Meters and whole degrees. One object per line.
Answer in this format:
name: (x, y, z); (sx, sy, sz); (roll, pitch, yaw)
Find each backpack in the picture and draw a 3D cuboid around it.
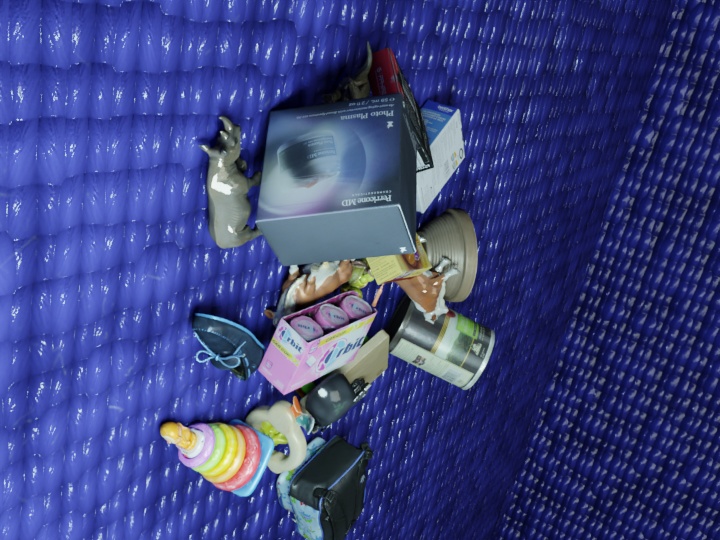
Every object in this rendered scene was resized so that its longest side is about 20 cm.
backpack: (-0.073, 0.453, 1.598); (0.183, 0.147, 0.200); (-41, 140, -40)

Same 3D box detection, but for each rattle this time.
rattle: (-0.108, 0.258, 1.369); (0.143, 0.130, 0.200); (-13, 144, -43)

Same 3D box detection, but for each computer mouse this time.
computer mouse: (-0.040, 0.235, 1.370); (0.138, 0.053, 0.200); (-42, 161, -7)

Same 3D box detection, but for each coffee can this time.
coffee can: (0.165, 0.148, 1.674); (0.146, 0.200, 0.146); (-62, -174, 12)

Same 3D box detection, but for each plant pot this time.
plant pot: (0.167, -0.032, 1.655); (0.093, 0.201, 0.201); (-2, 120, -15)

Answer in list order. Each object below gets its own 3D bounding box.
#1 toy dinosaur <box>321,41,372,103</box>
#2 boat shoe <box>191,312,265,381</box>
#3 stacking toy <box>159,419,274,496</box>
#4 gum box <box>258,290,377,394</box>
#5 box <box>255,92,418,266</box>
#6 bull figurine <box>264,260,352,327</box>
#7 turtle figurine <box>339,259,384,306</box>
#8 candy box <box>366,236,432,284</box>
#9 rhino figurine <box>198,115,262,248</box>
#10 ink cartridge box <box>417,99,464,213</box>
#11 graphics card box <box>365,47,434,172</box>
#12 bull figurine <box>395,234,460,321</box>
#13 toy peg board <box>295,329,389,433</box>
toy dinosaur: (-0.020, -0.263, 1.234); (0.102, 0.077, 0.200); (-36, 137, -63)
boat shoe: (-0.196, 0.122, 1.189); (0.200, 0.084, 0.069); (48, 57, -58)
stacking toy: (-0.243, 0.279, 1.233); (0.200, 0.116, 0.110); (39, 74, -50)
gum box: (-0.064, 0.114, 1.293); (0.200, 0.066, 0.114); (-20, 143, -52)
box: (-0.026, -0.126, 1.092); (0.123, 0.200, 0.199); (63, 25, -56)
bull figurine: (-0.080, 0.016, 1.306); (0.200, 0.065, 0.121); (-39, 158, -39)
turtle figurine: (0.000, 0.000, 1.431); (0.200, 0.064, 0.161); (-35, -151, 57)
candy box: (0.038, -0.079, 1.343); (0.056, 0.200, 0.117); (-28, 169, 30)
rhino figurine: (-0.177, -0.117, 1.065); (0.087, 0.060, 0.200); (-42, 143, -43)
ink cartridge box: (0.134, -0.230, 1.505); (0.200, 0.076, 0.137); (-52, 150, -23)
graphics card box: (0.069, -0.265, 1.324); (0.200, 0.051, 0.126); (45, 31, -61)
bull figurine: (0.121, 0.010, 1.562); (0.121, 0.200, 0.065); (-47, -165, 11)
toy peg board: (-0.052, 0.186, 1.476); (0.200, 0.098, 0.199); (-39, 161, -15)
